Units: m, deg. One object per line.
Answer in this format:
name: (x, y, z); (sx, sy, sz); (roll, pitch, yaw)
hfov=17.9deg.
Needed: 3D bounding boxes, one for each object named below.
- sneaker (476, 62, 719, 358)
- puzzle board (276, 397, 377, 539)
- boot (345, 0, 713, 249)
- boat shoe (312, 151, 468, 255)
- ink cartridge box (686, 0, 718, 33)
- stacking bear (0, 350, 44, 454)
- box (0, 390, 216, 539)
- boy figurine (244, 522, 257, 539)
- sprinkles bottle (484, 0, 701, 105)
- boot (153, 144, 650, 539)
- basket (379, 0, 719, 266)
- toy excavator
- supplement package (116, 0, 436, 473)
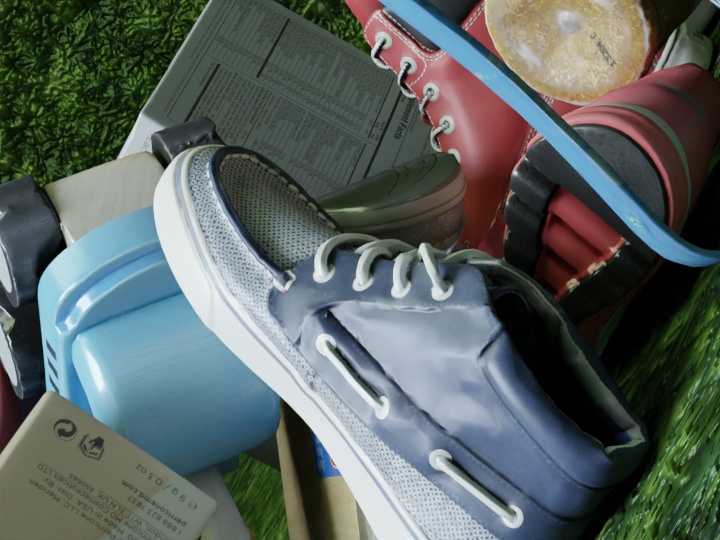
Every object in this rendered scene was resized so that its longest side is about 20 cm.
sneaker: (0.080, -0.001, 0.835); (0.087, 0.074, 0.200); (-41, -10, -40)
puzzle board: (-0.008, 0.109, 0.898); (0.200, 0.017, 0.152); (144, 119, -79)
boot: (0.037, -0.042, 0.954); (0.201, 0.144, 0.072); (-62, 5, 7)
boat shoe: (-0.002, 0.001, 0.900); (0.074, 0.065, 0.202); (-22, -1, -21)
ink cartridge box: (0.118, -0.134, 1.072); (0.116, 0.068, 0.200); (-59, 5, 24)
stacking bear: (-0.146, 0.087, 1.051); (0.121, 0.114, 0.200); (-44, -31, 13)
box: (-0.138, 0.151, 0.798); (0.095, 0.078, 0.200); (-49, 8, 49)
boy figurine: (-0.121, 0.177, 0.977); (0.200, 0.064, 0.124); (-39, -10, -29)
sprinkles bottle: (0.118, -0.140, 0.874); (0.200, 0.068, 0.068); (-50, -5, -43)
boot: (0.014, 0.013, 0.755); (0.073, 0.200, 0.090); (-16, -29, -48)
basket: (0.092, -0.126, 0.656); (0.200, 0.176, 0.139); (-52, 8, -11)
toy excavator: (-0.070, 0.073, 0.906); (0.099, 0.200, 0.195); (-19, -33, -17)
supplement package: (-0.029, -0.011, 1.137); (0.152, 0.199, 0.151); (-58, 6, 35)
